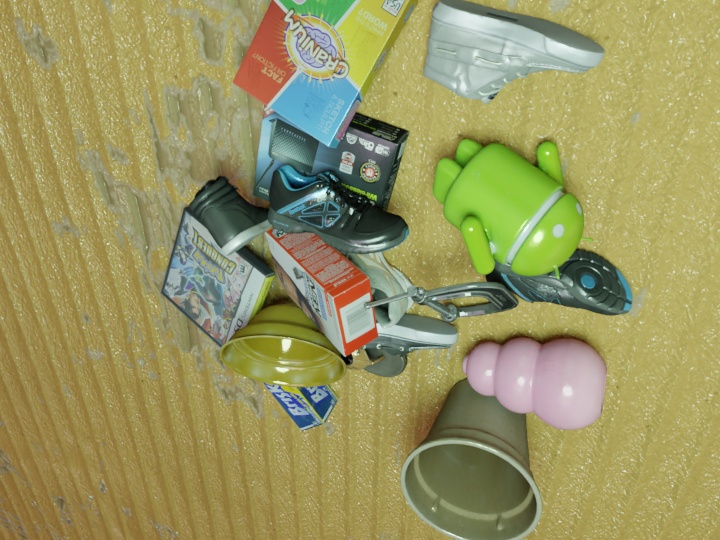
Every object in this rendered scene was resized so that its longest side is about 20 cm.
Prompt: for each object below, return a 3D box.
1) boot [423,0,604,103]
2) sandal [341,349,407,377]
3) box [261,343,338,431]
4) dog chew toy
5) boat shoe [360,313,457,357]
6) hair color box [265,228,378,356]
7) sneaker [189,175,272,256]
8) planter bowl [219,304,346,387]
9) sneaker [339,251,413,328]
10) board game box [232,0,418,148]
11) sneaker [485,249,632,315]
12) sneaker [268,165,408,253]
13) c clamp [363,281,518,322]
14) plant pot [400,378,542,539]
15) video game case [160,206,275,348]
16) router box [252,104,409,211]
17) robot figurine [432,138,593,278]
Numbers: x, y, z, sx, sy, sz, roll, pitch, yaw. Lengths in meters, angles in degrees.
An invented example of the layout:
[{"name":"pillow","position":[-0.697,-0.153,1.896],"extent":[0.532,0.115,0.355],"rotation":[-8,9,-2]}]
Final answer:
[{"name":"boot","position":[0.170,-0.241,0.649],"extent":[0.198,0.074,0.096],"rotation":[25,131,17]},{"name":"sandal","position":[-0.019,0.127,0.931],"extent":[0.198,0.055,0.082],"rotation":[29,124,5]},{"name":"box","position":[-0.129,0.186,0.999],"extent":[0.064,0.070,0.201],"rotation":[-27,105,35]},{"name":"dog chew toy","position":[0.246,0.153,0.806],"extent":[0.198,0.125,0.126],"rotation":[8,121,27]},{"name":"boat shoe","position":[0.052,0.103,0.871],"extent":[0.197,0.069,0.057],"rotation":[6,106,14]},{"name":"hair color box","position":[-0.059,0.018,0.808],"extent":[0.200,0.063,0.112],"rotation":[41,150,45]},{"name":"sneaker","position":[-0.175,-0.089,0.797],"extent":[0.070,0.200,0.100],"rotation":[-34,97,12]},{"name":"planter bowl","position":[-0.116,0.110,0.881],"extent":[0.197,0.084,0.201],"rotation":[4,149,2]},{"name":"sneaker","position":[0.000,0.000,0.830],"extent":[0.200,0.092,0.076],"rotation":[44,123,-6]},{"name":"board game box","position":[-0.046,-0.278,0.683],"extent":[0.152,0.040,0.201],"rotation":[33,106,5]},{"name":"sneaker","position":[0.265,0.012,0.758],"extent":[0.198,0.074,0.082],"rotation":[22,150,6]},{"name":"sneaker","position":[-0.033,-0.080,0.725],"extent":[0.197,0.073,0.083],"rotation":[13,122,14]},{"name":"c clamp","position":[0.126,0.042,0.770],"extent":[0.169,0.199,0.027],"rotation":[-16,69,29]},{"name":"plant pot","position":[0.180,0.273,0.855],"extent":[0.198,0.184,0.203],"rotation":[9,120,17]},{"name":"video game case","position":[-0.247,0.022,0.939],"extent":[0.199,0.025,0.182],"rotation":[36,119,19]},{"name":"router box","position":[-0.047,-0.149,0.783],"extent":[0.198,0.062,0.151],"rotation":[22,125,9]},{"name":"robot figurine","position":[0.183,-0.075,0.684],"extent":[0.200,0.175,0.116],"rotation":[41,157,19]}]
